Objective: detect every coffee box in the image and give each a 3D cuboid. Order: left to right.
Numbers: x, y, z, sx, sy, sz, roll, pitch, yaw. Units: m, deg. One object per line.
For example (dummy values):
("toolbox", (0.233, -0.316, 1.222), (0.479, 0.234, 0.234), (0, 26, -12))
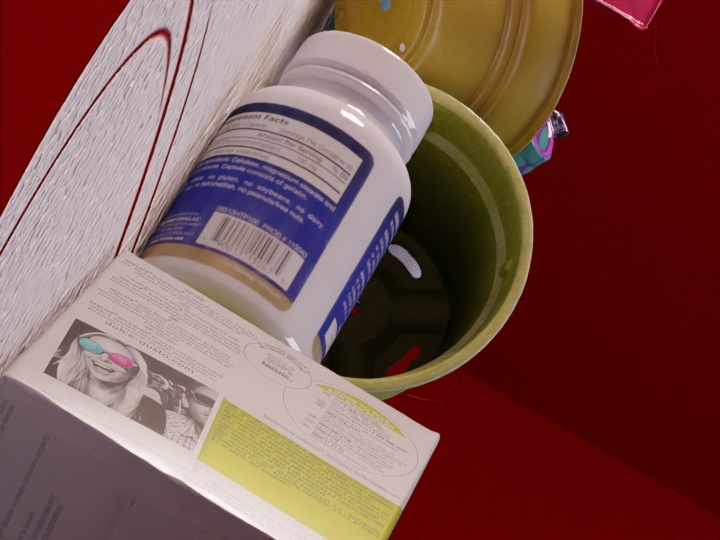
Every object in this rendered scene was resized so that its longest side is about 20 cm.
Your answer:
("coffee box", (-0.103, 0.146, 1.425), (0.200, 0.199, 0.198), (-61, 178, 23))

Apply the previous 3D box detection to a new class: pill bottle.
("pill bottle", (-0.040, -0.035, 1.613), (0.200, 0.119, 0.120), (-59, 177, -29))

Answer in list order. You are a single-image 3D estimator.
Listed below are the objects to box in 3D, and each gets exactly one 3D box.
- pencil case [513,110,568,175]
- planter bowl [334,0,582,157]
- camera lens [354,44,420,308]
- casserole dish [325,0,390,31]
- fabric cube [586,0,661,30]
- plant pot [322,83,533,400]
("pencil case", (0.033, -0.082, 1.890), (0.199, 0.085, 0.093), (-21, -135, 19))
("planter bowl", (0.042, -0.164, 1.770), (0.083, 0.201, 0.201), (6, 122, -41))
("camera lens", (0.033, -0.078, 2.135), (0.201, 0.159, 0.160), (-62, 177, 23))
("casserole dish", (0.008, -0.177, 1.949), (0.201, 0.039, 0.121), (-60, 177, -10))
("fabric cube", (0.217, -0.342, 2.491), (0.201, 0.196, 0.199), (-61, 178, 9))
("plant pot", (0.000, 0.000, 1.771), (0.201, 0.200, 0.184), (-60, 174, -15))
